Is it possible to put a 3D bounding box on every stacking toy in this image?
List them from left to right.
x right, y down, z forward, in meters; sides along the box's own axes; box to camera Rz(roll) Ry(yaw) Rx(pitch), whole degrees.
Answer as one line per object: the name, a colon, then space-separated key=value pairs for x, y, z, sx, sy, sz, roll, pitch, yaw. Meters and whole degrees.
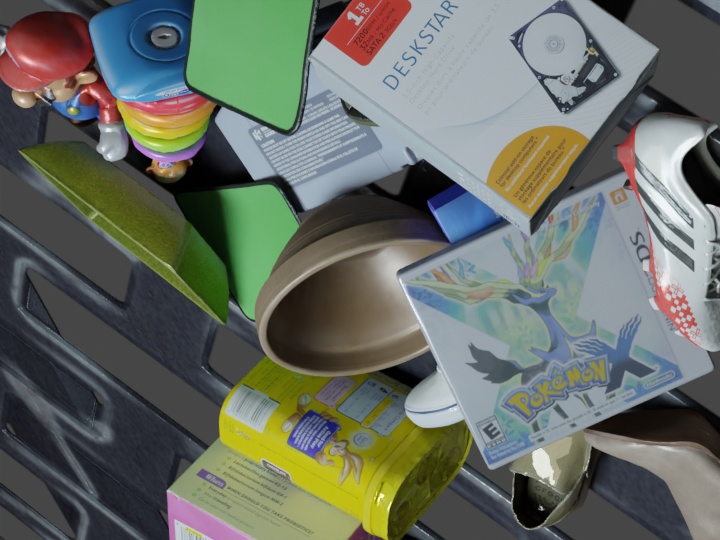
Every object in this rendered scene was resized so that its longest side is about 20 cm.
stacking toy: x=-0.174 y=-0.141 z=1.416 sx=0.200 sy=0.116 sz=0.110 roll=99 pitch=153 yaw=-55

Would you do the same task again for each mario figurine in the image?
mario figurine: x=-0.274 y=-0.159 z=1.432 sx=0.123 sy=0.106 sz=0.200 roll=1 pitch=163 yaw=14

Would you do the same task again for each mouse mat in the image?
mouse mat: x=-0.081 y=-0.219 z=1.227 sx=0.161 sy=0.008 sz=0.200 roll=29 pitch=117 yaw=45
mouse mat: x=-0.093 y=-0.014 z=1.504 sx=0.200 sy=0.008 sz=0.161 roll=1 pitch=125 yaw=55

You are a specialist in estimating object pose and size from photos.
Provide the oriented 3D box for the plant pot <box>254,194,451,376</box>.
plant pot: x=0.000 y=0.000 z=1.366 sx=0.201 sy=0.201 sz=0.093 roll=116 pitch=143 yaw=-48

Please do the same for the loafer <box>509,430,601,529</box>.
loafer: x=0.175 y=0.159 z=1.401 sx=0.076 sy=0.067 sz=0.200 roll=22 pitch=134 yaw=26

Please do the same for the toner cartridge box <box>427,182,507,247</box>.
toner cartridge box: x=0.144 y=0.008 z=1.280 sx=0.200 sy=0.095 sz=0.043 roll=59 pitch=-177 yaw=-14

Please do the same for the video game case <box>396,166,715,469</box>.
video game case: x=0.155 y=0.040 z=1.252 sx=0.200 sy=0.022 sz=0.182 roll=-25 pitch=105 yaw=6

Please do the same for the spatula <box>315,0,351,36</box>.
spatula: x=-0.007 y=-0.214 z=1.281 sx=0.200 sy=0.021 sz=0.057 roll=-16 pitch=89 yaw=50

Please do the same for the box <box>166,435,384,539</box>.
box: x=-0.060 y=0.223 z=1.551 sx=0.176 sy=0.200 sz=0.097 roll=24 pitch=136 yaw=23

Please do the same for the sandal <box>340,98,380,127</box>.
sandal: x=0.081 y=-0.141 z=1.243 sx=0.201 sy=0.080 sz=0.057 roll=7 pitch=167 yaw=29

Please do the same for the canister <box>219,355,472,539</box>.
canister: x=-0.015 y=0.151 z=1.498 sx=0.200 sy=0.149 sz=0.087 roll=26 pitch=137 yaw=25

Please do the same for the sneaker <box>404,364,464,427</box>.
sneaker: x=0.102 y=0.073 z=1.388 sx=0.071 sy=0.073 sz=0.200 roll=44 pitch=129 yaw=-15

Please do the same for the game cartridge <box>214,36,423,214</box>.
game cartridge: x=-0.036 y=-0.128 z=1.370 sx=0.200 sy=0.042 sz=0.133 roll=-19 pitch=105 yaw=47

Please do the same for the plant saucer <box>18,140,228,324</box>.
plant saucer: x=-0.210 y=-0.045 z=1.517 sx=0.200 sy=0.048 sz=0.200 roll=37 pitch=173 yaw=18

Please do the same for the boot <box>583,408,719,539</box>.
boot: x=0.290 y=0.193 z=1.316 sx=0.200 sy=0.070 sz=0.146 roll=-1 pitch=110 yaw=30

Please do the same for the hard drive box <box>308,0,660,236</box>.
hard drive box: x=0.090 y=-0.147 z=1.148 sx=0.200 sy=0.156 sz=0.077 roll=36 pitch=179 yaw=10

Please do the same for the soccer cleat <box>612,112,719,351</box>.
soccer cleat: x=0.254 y=-0.026 z=1.184 sx=0.085 sy=0.069 sz=0.200 roll=-1 pitch=117 yaw=46

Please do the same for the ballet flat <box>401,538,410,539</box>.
ballet flat: x=0.065 y=0.324 z=1.636 sx=0.200 sy=0.074 sz=0.074 roll=11 pitch=129 yaw=39
